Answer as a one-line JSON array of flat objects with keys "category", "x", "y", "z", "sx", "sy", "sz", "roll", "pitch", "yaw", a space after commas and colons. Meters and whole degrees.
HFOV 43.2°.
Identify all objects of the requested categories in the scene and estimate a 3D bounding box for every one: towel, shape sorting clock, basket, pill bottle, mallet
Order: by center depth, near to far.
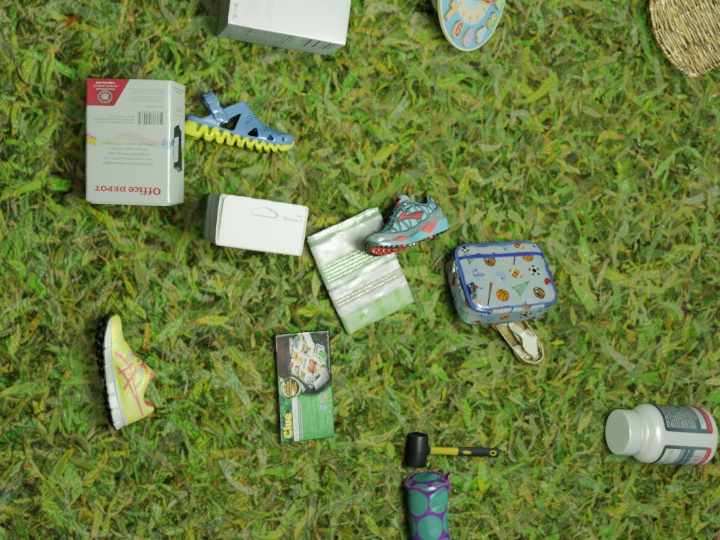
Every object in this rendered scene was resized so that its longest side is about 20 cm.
[{"category": "shape sorting clock", "x": 0.206, "y": -0.498, "z": 1.642, "sx": 0.199, "sy": 0.039, "sz": 0.201, "roll": -22, "pitch": 119, "yaw": -46}, {"category": "towel", "x": 0.000, "y": 0.000, "z": 1.685, "sx": 0.149, "sy": 0.031, "sz": 0.201, "roll": -25, "pitch": 104, "yaw": -11}, {"category": "mallet", "x": 0.178, "y": 0.361, "z": 1.767, "sx": 0.199, "sy": 0.041, "sz": 0.066, "roll": 14, "pitch": 90, "yaw": -21}, {"category": "basket", "x": 0.650, "y": -0.494, "z": 1.808, "sx": 0.142, "sy": 0.149, "sz": 0.201, "roll": -26, "pitch": 105, "yaw": 21}, {"category": "pill bottle", "x": 0.607, "y": 0.331, "z": 1.847, "sx": 0.199, "sy": 0.120, "sz": 0.120, "roll": 7, "pitch": 94, "yaw": -17}]

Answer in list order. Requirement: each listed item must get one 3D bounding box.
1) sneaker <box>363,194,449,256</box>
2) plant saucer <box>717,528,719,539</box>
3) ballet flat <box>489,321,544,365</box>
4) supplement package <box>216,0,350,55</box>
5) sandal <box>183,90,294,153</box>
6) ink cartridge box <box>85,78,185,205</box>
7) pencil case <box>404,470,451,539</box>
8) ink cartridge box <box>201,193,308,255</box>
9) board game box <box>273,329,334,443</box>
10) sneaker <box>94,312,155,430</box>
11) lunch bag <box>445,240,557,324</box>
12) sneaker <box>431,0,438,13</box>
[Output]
[{"category": "sneaker", "x": 0.071, "y": -0.087, "z": 1.657, "sx": 0.199, "sy": 0.079, "sz": 0.096, "roll": -21, "pitch": 89, "yaw": -42}, {"category": "plant saucer", "x": 0.860, "y": 0.669, "z": 1.999, "sx": 0.199, "sy": 0.037, "sz": 0.201, "roll": 13, "pitch": 92, "yaw": -18}, {"category": "ballet flat", "x": 0.294, "y": 0.104, "z": 1.759, "sx": 0.070, "sy": 0.065, "sz": 0.200, "roll": -43, "pitch": 105, "yaw": -7}, {"category": "supplement package", "x": -0.126, "y": -0.481, "z": 1.533, "sx": 0.199, "sy": 0.147, "sz": 0.193, "roll": 6, "pitch": 94, "yaw": -17}, {"category": "sandal", "x": -0.208, "y": -0.253, "z": 1.570, "sx": 0.199, "sy": 0.079, "sz": 0.088, "roll": 12, "pitch": 88, "yaw": -19}, {"category": "ink cartridge box", "x": -0.370, "y": -0.210, "z": 1.499, "sx": 0.145, "sy": 0.083, "sz": 0.201, "roll": 3, "pitch": 96, "yaw": 6}, {"category": "pencil case", "x": 0.137, "y": 0.489, "z": 1.740, "sx": 0.092, "sy": 0.085, "sz": 0.201, "roll": -7, "pitch": 98, "yaw": 0}, {"category": "ink cartridge box", "x": -0.182, "y": -0.080, "z": 1.528, "sx": 0.144, "sy": 0.200, "sz": 0.085, "roll": 7, "pitch": 93, "yaw": -17}, {"category": "board game box", "x": -0.103, "y": 0.212, "z": 1.673, "sx": 0.104, "sy": 0.023, "sz": 0.201, "roll": -4, "pitch": 96, "yaw": -18}, {"category": "sneaker", "x": -0.400, "y": 0.166, "z": 1.560, "sx": 0.090, "sy": 0.078, "sz": 0.201, "roll": -11, "pitch": 104, "yaw": -23}, {"category": "lunch bag", "x": 0.259, "y": 0.017, "z": 1.711, "sx": 0.199, "sy": 0.076, "sz": 0.161, "roll": -2, "pitch": 61, "yaw": -18}, {"category": "sneaker", "x": 0.176, "y": -0.567, "z": 1.652, "sx": 0.104, "sy": 0.076, "sz": 0.201, "roll": -8, "pitch": 97, "yaw": -16}]
